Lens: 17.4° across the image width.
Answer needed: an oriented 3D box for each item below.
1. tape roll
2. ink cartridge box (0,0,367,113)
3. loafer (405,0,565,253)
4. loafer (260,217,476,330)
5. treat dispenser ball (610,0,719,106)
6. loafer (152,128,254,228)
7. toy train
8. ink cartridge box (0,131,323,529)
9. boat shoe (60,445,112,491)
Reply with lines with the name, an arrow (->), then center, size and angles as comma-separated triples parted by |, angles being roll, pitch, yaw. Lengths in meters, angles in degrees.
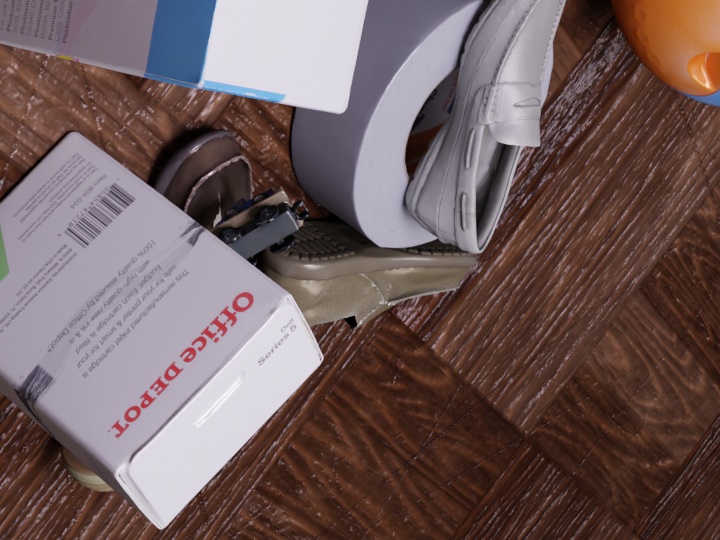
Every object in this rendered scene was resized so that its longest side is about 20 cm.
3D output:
tape roll -> 0.045, -0.117, 1.634 | 0.200, 0.066, 0.201 | -33, 143, -30
ink cartridge box -> -0.109, -0.169, 1.267 | 0.128, 0.199, 0.126 | 4, 100, -55
loafer -> 0.097, -0.107, 1.582 | 0.070, 0.070, 0.201 | -9, 127, -49
loafer -> 0.000, 0.000, 1.685 | 0.199, 0.076, 0.068 | -2, 125, -42
treat dispenser ball -> 0.281, -0.220, 1.719 | 0.200, 0.200, 0.202 | -34, 144, -30
loafer -> -0.092, -0.005, 1.550 | 0.073, 0.071, 0.201 | -32, 142, -32
toy train -> -0.122, 0.003, 1.482 | 0.199, 0.046, 0.034 | -28, 119, 7
ink cartridge box -> -0.144, 0.034, 1.391 | 0.146, 0.200, 0.084 | -46, 148, -13
boat shoe -> -0.122, 0.108, 1.617 | 0.199, 0.073, 0.063 | -27, 137, -38
